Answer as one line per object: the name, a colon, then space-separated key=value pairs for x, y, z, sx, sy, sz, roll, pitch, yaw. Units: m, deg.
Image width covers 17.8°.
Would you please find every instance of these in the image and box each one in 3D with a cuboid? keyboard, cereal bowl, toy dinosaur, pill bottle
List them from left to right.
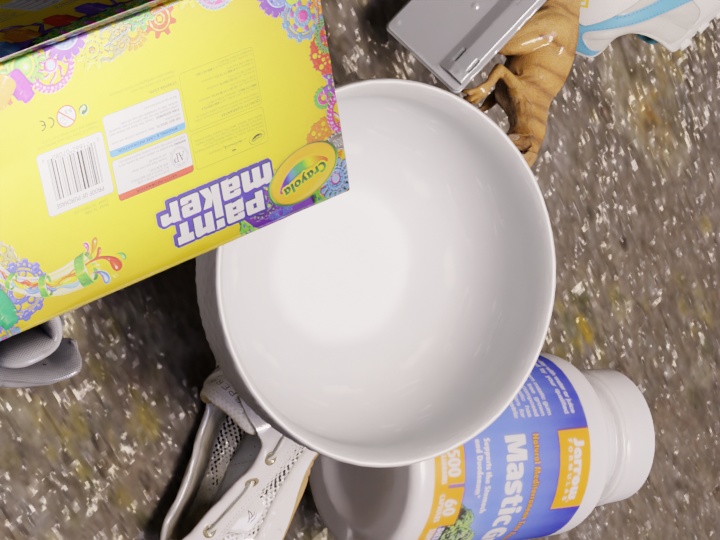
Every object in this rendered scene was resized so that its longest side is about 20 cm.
cereal bowl: x=0.000 y=0.000 z=1.218 sx=0.198 sy=0.083 sz=0.202 roll=-1 pitch=93 yaw=-25
pill bottle: x=0.077 y=0.106 z=1.366 sx=0.199 sy=0.112 sz=0.113 roll=-3 pitch=106 yaw=-36
toy dinosaur: x=0.102 y=-0.137 z=1.305 sx=0.201 sy=0.105 sz=0.060 roll=-68 pitch=152 yaw=-16
keyboard: x=0.101 y=-0.188 z=1.279 sx=0.200 sy=0.056 sz=0.011 roll=-47 pitch=167 yaw=-5

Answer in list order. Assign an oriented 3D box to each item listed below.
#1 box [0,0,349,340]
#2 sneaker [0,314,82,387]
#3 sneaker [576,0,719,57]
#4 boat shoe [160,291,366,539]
box: x=-0.145 y=-0.079 z=1.081 sx=0.199 sy=0.192 sz=0.123 roll=-24 pitch=118 yaw=-29
sneaker: x=-0.152 y=0.004 z=1.152 sx=0.199 sy=0.115 sz=0.076 roll=-21 pitch=117 yaw=-31
sneaker: x=0.197 y=-0.181 z=1.399 sx=0.199 sy=0.076 sz=0.081 roll=-12 pitch=120 yaw=-28
boat shoe: x=-0.055 y=0.074 z=1.279 sx=0.069 sy=0.071 sz=0.202 roll=17 pitch=95 yaw=-42
